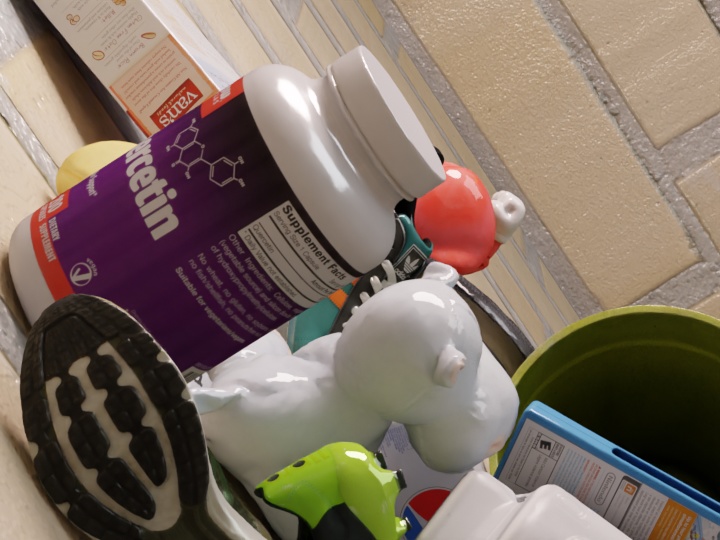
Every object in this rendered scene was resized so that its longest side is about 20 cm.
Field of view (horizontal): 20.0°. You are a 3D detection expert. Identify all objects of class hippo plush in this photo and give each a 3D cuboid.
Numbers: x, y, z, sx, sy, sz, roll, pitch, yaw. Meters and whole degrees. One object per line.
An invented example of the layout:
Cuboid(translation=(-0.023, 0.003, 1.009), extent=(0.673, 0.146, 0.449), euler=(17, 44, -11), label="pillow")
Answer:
Cuboid(translation=(-0.005, 0.057, 1.141), extent=(0.200, 0.161, 0.159), euler=(52, 12, -33), label="hippo plush")

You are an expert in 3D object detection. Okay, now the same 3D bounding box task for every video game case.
Cuboid(translation=(0.155, 0.179, 1.142), extent=(0.200, 0.143, 0.018), euler=(29, 28, 13), label="video game case")

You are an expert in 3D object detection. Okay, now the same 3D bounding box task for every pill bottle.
Cuboid(translation=(-0.063, -0.024, 0.990), extent=(0.113, 0.200, 0.112), euler=(55, 10, -15), label="pill bottle")

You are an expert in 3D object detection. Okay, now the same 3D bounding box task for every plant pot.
Cuboid(translation=(0.189, 0.154, 1.347), extent=(0.193, 0.200, 0.201), euler=(76, -12, -64), label="plant pot")

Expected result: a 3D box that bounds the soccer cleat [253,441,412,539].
Cuboid(translation=(-0.004, 0.186, 1.056), extent=(0.068, 0.081, 0.200), euler=(-155, -130, -69), label="soccer cleat")

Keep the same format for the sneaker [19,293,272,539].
Cuboid(translation=(-0.089, 0.100, 0.915), extent=(0.200, 0.077, 0.089), euler=(62, -4, -9), label="sneaker")

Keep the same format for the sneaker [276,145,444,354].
Cuboid(translation=(0.000, 0.000, 1.306), extent=(0.071, 0.080, 0.200), euler=(46, 55, -67), label="sneaker")

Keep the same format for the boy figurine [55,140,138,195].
Cuboid(translation=(-0.092, -0.028, 1.164), extent=(0.064, 0.125, 0.200), euler=(30, 15, 35), label="boy figurine")

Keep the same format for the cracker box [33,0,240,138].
Cuboid(translation=(-0.141, -0.146, 1.302), extent=(0.200, 0.058, 0.134), euler=(49, 6, 20), label="cracker box")

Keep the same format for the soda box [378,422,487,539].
Cuboid(translation=(0.060, 0.172, 1.267), extent=(0.068, 0.064, 0.200), euler=(-74, 146, -77), label="soda box")

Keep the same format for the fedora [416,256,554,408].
Cuboid(translation=(0.037, 0.068, 1.405), extent=(0.200, 0.092, 0.201), euler=(38, -18, 15), label="fedora")

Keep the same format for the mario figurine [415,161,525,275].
Cuboid(translation=(0.044, -0.018, 1.522), extent=(0.106, 0.123, 0.200), euler=(38, -36, 11), label="mario figurine")

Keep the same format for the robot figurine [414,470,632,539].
Cuboid(translation=(0.118, 0.193, 1.088), extent=(0.200, 0.113, 0.170), euler=(36, -24, 8), label="robot figurine")
